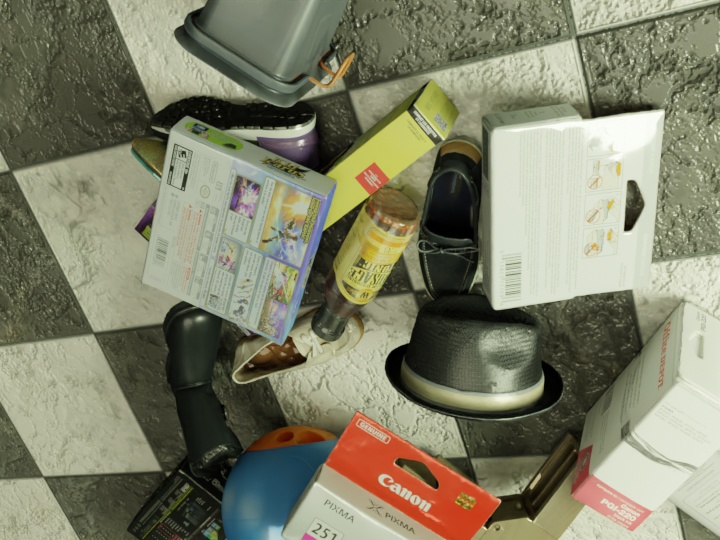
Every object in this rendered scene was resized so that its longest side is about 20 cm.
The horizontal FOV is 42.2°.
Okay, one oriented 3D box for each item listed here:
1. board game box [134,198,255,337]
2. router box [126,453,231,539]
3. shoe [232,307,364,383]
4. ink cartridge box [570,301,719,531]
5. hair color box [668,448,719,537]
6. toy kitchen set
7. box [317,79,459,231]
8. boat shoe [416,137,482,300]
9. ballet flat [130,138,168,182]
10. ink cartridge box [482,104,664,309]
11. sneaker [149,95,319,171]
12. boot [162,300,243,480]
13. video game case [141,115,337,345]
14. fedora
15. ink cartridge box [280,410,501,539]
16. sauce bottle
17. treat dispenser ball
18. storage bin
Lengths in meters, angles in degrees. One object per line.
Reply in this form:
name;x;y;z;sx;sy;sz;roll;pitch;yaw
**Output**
board game box;-0.183;-0.003;1.129;0.200;0.032;0.120;45;160;-10
router box;-0.240;0.369;1.395;0.149;0.062;0.200;40;126;-5
shoe;-0.082;0.100;1.170;0.197;0.054;0.071;-20;112;30
ink cartridge box;0.316;0.154;0.991;0.084;0.146;0.202;29;127;3
hair color box;0.445;0.260;1.061;0.198;0.061;0.099;35;127;-2
toy kitchen set;0.157;0.234;1.145;0.199;0.163;0.182;36;99;-4
box;0.011;-0.116;0.988;0.199;0.076;0.050;-34;105;33
boat shoe;0.095;-0.042;1.009;0.073;0.063;0.203;12;125;12
ballet flat;-0.177;-0.096;1.086;0.200;0.071;0.070;46;125;-9
ink cartridge box;0.211;-0.067;0.948;0.170;0.044;0.204;-8;120;-6
sneaker;-0.141;-0.135;1.038;0.196;0.076;0.089;7;129;17
boot;-0.192;0.152;1.166;0.170;0.075;0.202;64;152;29
video game case;-0.135;-0.040;1.014;0.178;0.046;0.203;24;123;5
fedora;0.125;0.084;1.011;0.196;0.201;0.093;9;113;15
ink cartridge box;0.034;0.282;1.056;0.198;0.044;0.175;31;116;-1
sauce bottle;0.000;0.000;1.049;0.065;0.066;0.202;29;127;1
treat dispenser ball;-0.081;0.304;1.206;0.197;0.202;0.204;10;124;15
storage bin;-0.059;-0.253;0.863;0.144;0.201;0.135;32;117;-1
